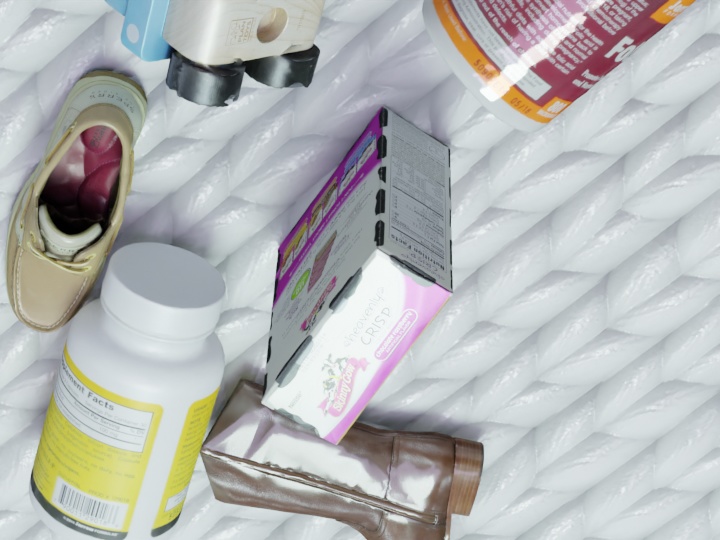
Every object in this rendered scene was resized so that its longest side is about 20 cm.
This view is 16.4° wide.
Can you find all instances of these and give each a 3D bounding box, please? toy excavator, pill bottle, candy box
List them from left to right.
[{"bbox_3d":[-0.156,0.086,1.724,0.111,0.111,0.201,15,119,-7],"label":"pill bottle"},{"bbox_3d":[-0.139,-0.192,1.580,0.194,0.200,0.100,-14,130,-42],"label":"toy excavator"},{"bbox_3d":[0.000,0.000,1.619,0.061,0.200,0.137,30,117,-14],"label":"candy box"},{"bbox_3d":[0.146,-0.189,1.557,0.200,0.114,0.114,-40,111,22],"label":"pill bottle"}]

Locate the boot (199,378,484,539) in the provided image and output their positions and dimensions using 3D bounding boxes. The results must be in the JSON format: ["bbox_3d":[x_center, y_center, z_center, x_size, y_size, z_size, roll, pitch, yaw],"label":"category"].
[{"bbox_3d":[-0.029,0.180,1.800,0.199,0.064,0.187,12,106,-9],"label":"boot"}]

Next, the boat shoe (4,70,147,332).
[{"bbox_3d":[-0.198,-0.037,1.682,0.074,0.066,0.201,15,119,-7],"label":"boat shoe"}]
